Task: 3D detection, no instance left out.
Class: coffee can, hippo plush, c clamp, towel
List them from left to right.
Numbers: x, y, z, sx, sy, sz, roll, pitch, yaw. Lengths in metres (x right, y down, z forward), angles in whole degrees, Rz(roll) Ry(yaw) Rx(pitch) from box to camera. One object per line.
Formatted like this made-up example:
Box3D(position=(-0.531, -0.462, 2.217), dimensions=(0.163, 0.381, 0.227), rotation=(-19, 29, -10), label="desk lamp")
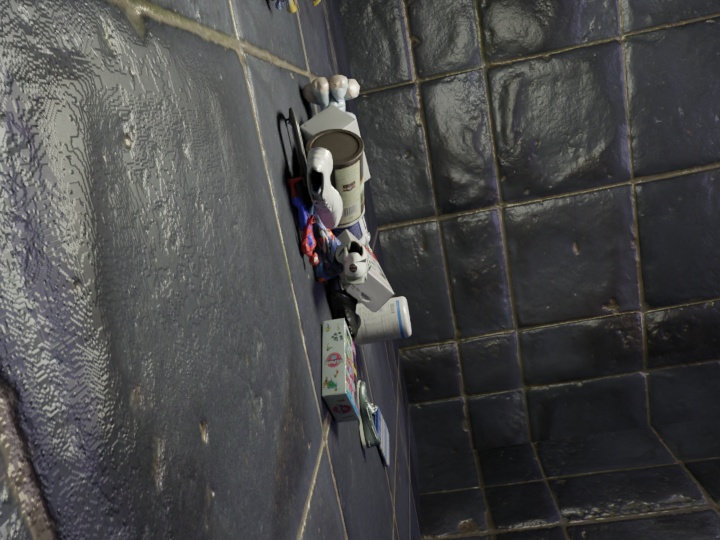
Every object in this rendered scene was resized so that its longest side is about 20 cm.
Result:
Box3D(position=(-0.150, -0.291, 1.357), dimensions=(0.172, 0.026, 0.205), rotation=(-113, -168, -65), label="c clamp")
Box3D(position=(-0.090, -0.458, 1.655), dimensions=(0.198, 0.156, 0.165), rotation=(-16, -100, 56), label="hippo plush")
Box3D(position=(-0.061, -0.232, 1.441), dimensions=(0.203, 0.142, 0.149), rotation=(89, -1, -47), label="coffee can")
Box3D(position=(0.079, 0.620, 2.104), dimensions=(0.149, 0.023, 0.203), rotation=(-89, 166, -46), label="towel")

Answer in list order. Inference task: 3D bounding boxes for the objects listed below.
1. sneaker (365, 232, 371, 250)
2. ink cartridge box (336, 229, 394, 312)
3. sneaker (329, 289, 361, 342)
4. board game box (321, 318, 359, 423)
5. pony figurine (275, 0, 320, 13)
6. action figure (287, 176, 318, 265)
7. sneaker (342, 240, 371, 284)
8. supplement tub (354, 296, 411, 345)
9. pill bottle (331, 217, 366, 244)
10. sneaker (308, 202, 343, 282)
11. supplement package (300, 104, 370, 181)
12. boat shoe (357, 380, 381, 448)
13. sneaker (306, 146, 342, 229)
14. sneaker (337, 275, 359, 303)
Box3D(position=(0.004, -0.144, 2.272), dimensions=(0.074, 0.069, 0.203), rotation=(-90, 168, -53), label="sneaker")
Box3D(position=(0.000, 0.000, 1.610), dimensions=(0.146, 0.083, 0.202), rotation=(39, 16, -38), label="ink cartridge box")
Box3D(position=(-0.041, 0.133, 1.579), dimensions=(0.202, 0.074, 0.092), rotation=(68, 24, -45), label="sneaker")
Box3D(position=(-0.050, 0.246, 1.386), dimensions=(0.149, 0.063, 0.204), rotation=(72, 12, -51), label="board game box")
Box3D(position=(-0.161, -0.683, 1.293), dimensions=(0.200, 0.188, 0.171), rotation=(138, -53, -76), label="pony figurine")
Box3D(position=(-0.126, -0.112, 1.300), dimensions=(0.065, 0.050, 0.206), rotation=(-87, 169, -80), label="action figure")
Box3D(position=(-0.009, -0.038, 1.429), dimensions=(0.200, 0.072, 0.091), rotation=(-96, -177, -73), label="sneaker")
Box3D(position=(0.059, 0.162, 1.817), dimensions=(0.132, 0.195, 0.136), rotation=(-9, 90, -82), label="supplement tub")
Box3D(position=(-0.041, -0.147, 1.759), dimensions=(0.202, 0.108, 0.113), rotation=(71, 12, -55), label="pill bottle")
Box3D(position=(-0.088, -0.077, 1.423), dimensions=(0.075, 0.076, 0.205), rotation=(-71, 152, -76), label="sneaker")
Box3D(position=(-0.068, -0.326, 1.565), dimensions=(0.119, 0.120, 0.202), rotation=(40, -21, 37), label="supplement package")
Box3D(position=(0.025, 0.440, 1.740), dimensions=(0.073, 0.060, 0.205), rotation=(62, 21, -69), label="boat shoe")
Box3D(position=(-0.092, -0.176, 1.300), dimensions=(0.088, 0.072, 0.203), rotation=(-75, 157, -50), label="sneaker")
Box3D(position=(-0.029, 0.052, 1.796), dimensions=(0.202, 0.075, 0.082), rotation=(64, 24, -46), label="sneaker")
